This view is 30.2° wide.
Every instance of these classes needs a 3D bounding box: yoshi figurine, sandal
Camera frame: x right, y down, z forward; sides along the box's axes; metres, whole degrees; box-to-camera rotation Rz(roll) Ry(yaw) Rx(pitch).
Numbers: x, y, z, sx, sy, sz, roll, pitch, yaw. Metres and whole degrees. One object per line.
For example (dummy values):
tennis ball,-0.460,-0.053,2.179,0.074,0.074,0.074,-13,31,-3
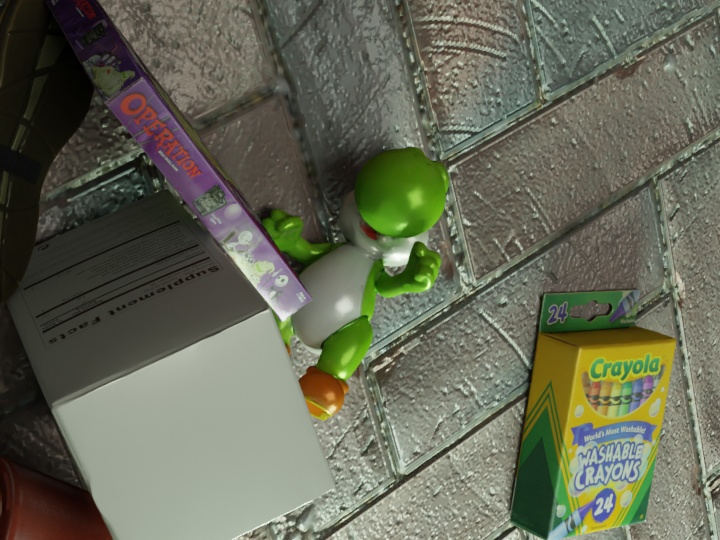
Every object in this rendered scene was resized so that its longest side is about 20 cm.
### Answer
yoshi figurine,-0.005,-0.007,0.897,0.112,0.112,0.200,41,73,-31
sandal,-0.203,-0.074,0.747,0.082,0.054,0.201,33,67,-62

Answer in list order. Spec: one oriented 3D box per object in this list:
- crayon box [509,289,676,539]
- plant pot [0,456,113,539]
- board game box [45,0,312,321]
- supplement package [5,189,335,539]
crayon box,0.199,0.120,1.129,0.125,0.052,0.201,-2,103,-38
plant pot,-0.169,0.215,0.782,0.195,0.201,0.201,36,80,-32
board game box,-0.102,-0.066,0.769,0.032,0.120,0.200,-32,137,2
supplement package,-0.115,0.056,0.748,0.120,0.200,0.122,-25,119,-13
